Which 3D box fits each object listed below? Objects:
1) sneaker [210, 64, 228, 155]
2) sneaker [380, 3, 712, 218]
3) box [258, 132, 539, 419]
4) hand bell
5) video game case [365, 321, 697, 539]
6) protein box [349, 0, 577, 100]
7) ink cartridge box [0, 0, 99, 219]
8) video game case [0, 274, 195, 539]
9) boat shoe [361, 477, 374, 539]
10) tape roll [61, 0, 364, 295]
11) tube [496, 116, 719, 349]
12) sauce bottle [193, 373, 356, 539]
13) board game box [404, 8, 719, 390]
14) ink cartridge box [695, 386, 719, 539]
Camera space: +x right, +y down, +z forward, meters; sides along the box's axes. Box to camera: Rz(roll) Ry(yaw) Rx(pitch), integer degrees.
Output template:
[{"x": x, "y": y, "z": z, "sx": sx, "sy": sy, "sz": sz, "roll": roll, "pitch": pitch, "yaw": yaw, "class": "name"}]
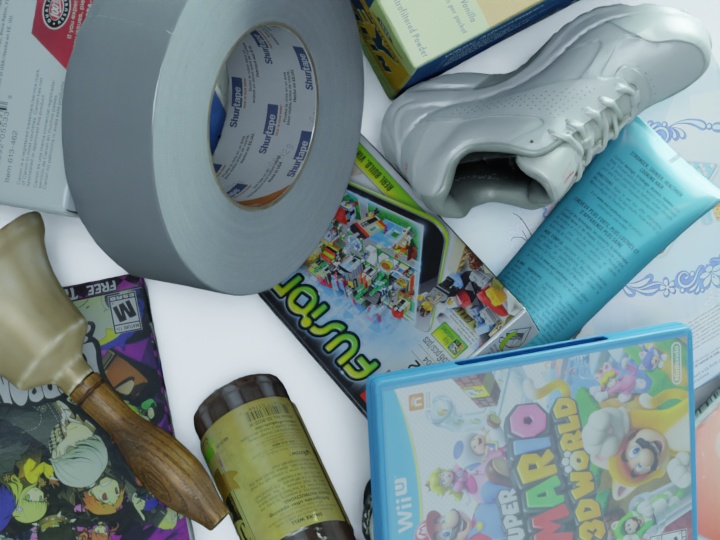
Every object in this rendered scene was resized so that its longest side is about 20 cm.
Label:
[{"x": -0.151, "y": -0.143, "z": 1.637, "sx": 0.111, "sy": 0.077, "sz": 0.201, "roll": -32, "pitch": 97, "yaw": -13, "class": "sneaker"}, {"x": 0.116, "y": -0.080, "z": 1.591, "sx": 0.199, "sy": 0.100, "sz": 0.078, "roll": -24, "pitch": 135, "yaw": 4, "class": "sneaker"}, {"x": 0.000, "y": 0.000, "z": 1.617, "sx": 0.110, "sy": 0.035, "sz": 0.200, "roll": -41, "pitch": 61, "yaw": -3, "class": "box"}, {"x": -0.151, "y": 0.073, "z": 1.577, "sx": 0.104, "sy": 0.104, "sz": 0.200, "roll": -45, "pitch": 84, "yaw": -3, "class": "hand bell"}, {"x": 0.100, "y": 0.114, "z": 1.576, "sx": 0.199, "sy": 0.018, "sz": 0.144, "roll": -9, "pitch": 106, "yaw": -21, "class": "video game case"}, {"x": 0.078, "y": -0.208, "z": 1.590, "sx": 0.198, "sy": 0.200, "sz": 0.135, "roll": -28, "pitch": 90, "yaw": -3, "class": "protein box"}, {"x": -0.209, "y": -0.113, "z": 1.583, "sx": 0.199, "sy": 0.083, "sz": 0.147, "roll": 10, "pitch": 91, "yaw": 32, "class": "ink cartridge box"}, {"x": -0.207, "y": 0.106, "z": 1.618, "sx": 0.199, "sy": 0.036, "sz": 0.182, "roll": -11, "pitch": 67, "yaw": -3, "class": "video game case"}, {"x": 0.064, "y": 0.200, "z": 1.627, "sx": 0.075, "sy": 0.060, "sz": 0.201, "roll": -27, "pitch": 109, "yaw": -3, "class": "boat shoe"}, {"x": -0.079, "y": -0.089, "z": 1.544, "sx": 0.066, "sy": 0.200, "sz": 0.201, "roll": 10, "pitch": 88, "yaw": 33, "class": "tape roll"}, {"x": 0.119, "y": 0.003, "z": 1.622, "sx": 0.077, "sy": 0.050, "sz": 0.200, "roll": 43, "pitch": 86, "yaw": 10, "class": "tube"}, {"x": -0.036, "y": 0.155, "z": 1.602, "sx": 0.064, "sy": 0.065, "sz": 0.201, "roll": -24, "pitch": 60, "yaw": -3, "class": "sauce bottle"}, {"x": 0.159, "y": -0.020, "z": 1.668, "sx": 0.199, "sy": 0.043, "sz": 0.200, "roll": -30, "pitch": 91, "yaw": -3, "class": "board game box"}, {"x": 0.245, "y": 0.181, "z": 1.655, "sx": 0.200, "sy": 0.050, "sz": 0.162, "roll": 44, "pitch": 96, "yaw": 2, "class": "ink cartridge box"}]
